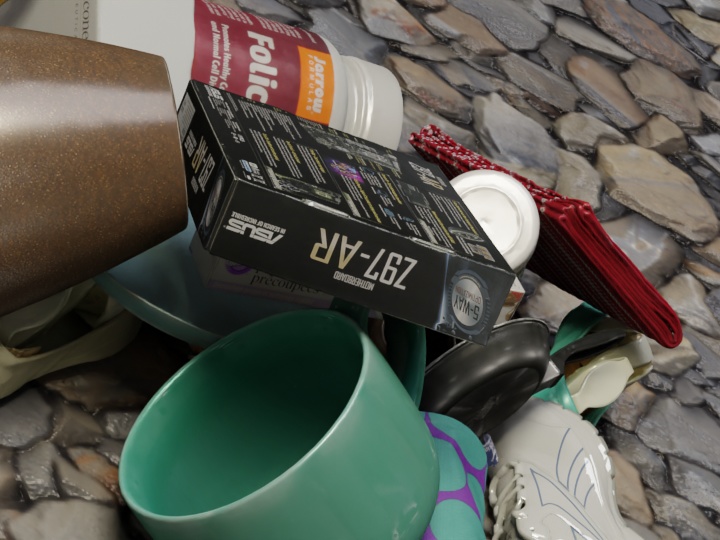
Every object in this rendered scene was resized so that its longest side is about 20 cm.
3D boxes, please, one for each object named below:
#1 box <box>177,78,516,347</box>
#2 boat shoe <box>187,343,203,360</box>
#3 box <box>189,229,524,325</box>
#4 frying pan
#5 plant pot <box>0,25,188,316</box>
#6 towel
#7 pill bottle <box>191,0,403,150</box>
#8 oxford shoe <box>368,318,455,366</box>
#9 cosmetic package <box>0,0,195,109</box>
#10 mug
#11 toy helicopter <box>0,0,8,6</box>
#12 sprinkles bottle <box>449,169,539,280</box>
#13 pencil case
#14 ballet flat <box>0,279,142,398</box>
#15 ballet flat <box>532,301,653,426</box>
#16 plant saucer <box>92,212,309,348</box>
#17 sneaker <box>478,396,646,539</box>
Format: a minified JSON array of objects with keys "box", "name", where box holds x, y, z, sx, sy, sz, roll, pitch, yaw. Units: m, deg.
[{"box":[-0.016,-0.036,1.331,0.160,0.044,0.200,19,15,-17],"name":"box"},{"box":[-0.072,0.039,1.470,0.068,0.075,0.200,-6,44,-33],"name":"boat shoe"},{"box":[0.000,0.000,1.420,0.200,0.039,0.041,10,32,-29],"name":"box"},{"box":[0.087,0.074,1.491,0.190,0.115,0.031,12,39,-57],"name":"frying pan"},{"box":[-0.195,-0.053,1.285,0.200,0.187,0.187,-8,40,-7],"name":"plant pot"},{"box":[0.123,-0.024,1.629,0.145,0.022,0.200,48,-9,-34],"name":"towel"},{"box":[-0.080,-0.110,1.595,0.200,0.114,0.114,13,35,-30],"name":"pill bottle"},{"box":[0.030,0.030,1.562,0.073,0.084,0.200,19,30,-19],"name":"oxford shoe"},{"box":[-0.187,-0.136,1.476,0.071,0.102,0.200,3,-2,-42],"name":"cosmetic package"},{"box":[-0.022,0.104,1.302,0.114,0.185,0.152,56,0,-30],"name":"mug"},{"box":[-0.257,-0.125,1.390,0.079,0.200,0.132,49,7,26],"name":"toy helicopter"},{"box":[0.076,-0.013,1.584,0.068,0.068,0.200,36,-7,6],"name":"sprinkles bottle"},{"box":[0.036,0.166,1.362,0.200,0.085,0.093,-90,157,-55],"name":"pencil case"},{"box":[-0.171,0.022,1.397,0.069,0.070,0.200,38,29,9],"name":"ballet flat"},{"box":[0.156,0.069,1.631,0.200,0.070,0.067,-40,114,-58],"name":"ballet flat"},{"box":[-0.090,-0.011,1.428,0.200,0.027,0.200,21,29,-12],"name":"plant saucer"},{"box":[0.115,0.149,1.480,0.087,0.075,0.200,2,40,-34],"name":"sneaker"}]
